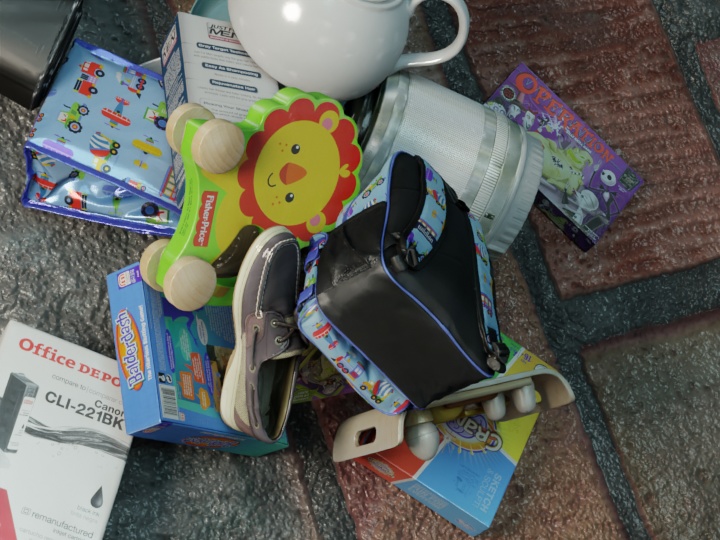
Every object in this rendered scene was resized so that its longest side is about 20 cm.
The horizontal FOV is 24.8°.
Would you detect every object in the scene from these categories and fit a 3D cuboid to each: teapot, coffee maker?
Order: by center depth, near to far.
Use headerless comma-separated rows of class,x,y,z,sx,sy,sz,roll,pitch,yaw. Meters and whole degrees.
coffee maker,-0.373,-0.243,1.545,0.199,0.192,0.136,24,98,-9
teapot,-0.021,-0.271,1.591,0.199,0.146,0.198,-15,65,-45

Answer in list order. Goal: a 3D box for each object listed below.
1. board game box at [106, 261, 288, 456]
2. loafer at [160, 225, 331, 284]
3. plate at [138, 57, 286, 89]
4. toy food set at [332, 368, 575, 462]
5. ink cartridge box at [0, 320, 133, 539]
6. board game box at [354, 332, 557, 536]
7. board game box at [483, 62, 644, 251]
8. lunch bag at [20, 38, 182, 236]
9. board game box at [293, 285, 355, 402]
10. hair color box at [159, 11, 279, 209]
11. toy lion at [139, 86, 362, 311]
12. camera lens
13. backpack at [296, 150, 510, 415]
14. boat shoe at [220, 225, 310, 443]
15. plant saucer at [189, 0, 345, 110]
board game box,-0.150,0.087,1.535,0.199,0.045,0.154,20,54,-55
loafer,-0.107,-0.013,1.586,0.068,0.198,0.077,52,52,-51
plate,-0.121,-0.143,1.666,0.198,0.032,0.201,-19,75,7
toy food set,0.088,0.147,1.572,0.198,0.143,0.061,-9,81,-28
ink cartridge box,-0.288,0.166,1.474,0.143,0.084,0.202,22,60,-15
board game box,0.101,0.148,1.685,0.152,0.040,0.201,33,59,-8
board game box,0.220,-0.130,1.867,0.200,0.032,0.120,43,54,-2
lunch bag,-0.209,-0.118,1.587,0.198,0.094,0.151,17,52,-1
board game box,0.011,0.059,1.585,0.198,0.121,0.032,-9,29,-30
hair color box,-0.130,-0.148,1.566,0.099,0.061,0.201,8,52,-25
toy lion,-0.088,-0.066,1.470,0.190,0.069,0.202,3,107,-37
camera lens,0.071,-0.111,1.711,0.199,0.160,0.161,22,61,-14
backpack,0.039,0.001,1.473,0.183,0.134,0.201,45,30,-29
boat shoe,-0.077,0.061,1.463,0.065,0.202,0.072,27,24,36
plant saucer,-0.097,-0.229,1.763,0.198,0.027,0.202,9,66,-20
